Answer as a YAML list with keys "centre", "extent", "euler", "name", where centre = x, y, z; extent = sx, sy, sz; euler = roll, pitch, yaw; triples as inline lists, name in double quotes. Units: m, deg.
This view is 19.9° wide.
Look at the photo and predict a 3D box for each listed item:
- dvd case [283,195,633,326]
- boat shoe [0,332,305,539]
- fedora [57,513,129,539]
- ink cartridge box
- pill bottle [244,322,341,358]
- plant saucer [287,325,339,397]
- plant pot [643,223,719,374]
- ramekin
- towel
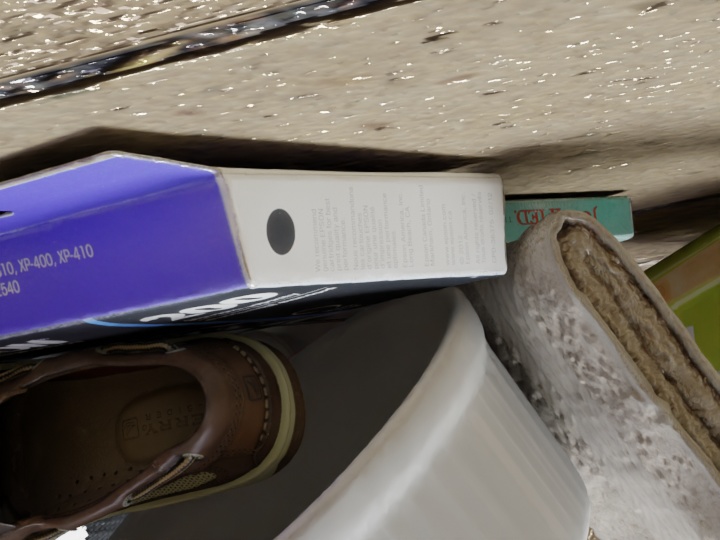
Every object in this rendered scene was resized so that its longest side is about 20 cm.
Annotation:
- centre: [0.000, 0.000, 0.884]
  extent: [0.145, 0.022, 0.199]
  euler: [-4, 172, -37]
  name: "dvd case"
- centre: [-0.123, 0.063, 0.713]
  extent: [0.201, 0.075, 0.075]
  euler: [-21, 169, 18]
  name: "boat shoe"
- centre: [-0.160, 0.079, 0.858]
  extent: [0.199, 0.092, 0.201]
  euler: [3, -178, 0]
  name: "fedora"
- centre: [-0.083, 0.001, 0.697]
  extent: [0.197, 0.044, 0.199]
  euler: [-12, 172, 37]
  name: "ink cartridge box"
- centre: [0.000, 0.069, 1.071]
  extent: [0.199, 0.112, 0.111]
  euler: [-2, 171, -45]
  name: "pill bottle"
- centre: [0.012, 0.086, 0.935]
  extent: [0.200, 0.051, 0.201]
  euler: [-26, 152, -15]
  name: "plant saucer"
- centre: [0.214, 0.072, 0.946]
  extent: [0.180, 0.200, 0.200]
  euler: [3, 156, -35]
  name: "plant pot"
- centre: [-0.009, 0.107, 0.762]
  extent: [0.200, 0.098, 0.201]
  euler: [-40, -169, 10]
  name: "ramekin"
- centre: [0.106, 0.070, 0.768]
  extent: [0.034, 0.200, 0.132]
  euler: [-39, -176, -21]
  name: "towel"
